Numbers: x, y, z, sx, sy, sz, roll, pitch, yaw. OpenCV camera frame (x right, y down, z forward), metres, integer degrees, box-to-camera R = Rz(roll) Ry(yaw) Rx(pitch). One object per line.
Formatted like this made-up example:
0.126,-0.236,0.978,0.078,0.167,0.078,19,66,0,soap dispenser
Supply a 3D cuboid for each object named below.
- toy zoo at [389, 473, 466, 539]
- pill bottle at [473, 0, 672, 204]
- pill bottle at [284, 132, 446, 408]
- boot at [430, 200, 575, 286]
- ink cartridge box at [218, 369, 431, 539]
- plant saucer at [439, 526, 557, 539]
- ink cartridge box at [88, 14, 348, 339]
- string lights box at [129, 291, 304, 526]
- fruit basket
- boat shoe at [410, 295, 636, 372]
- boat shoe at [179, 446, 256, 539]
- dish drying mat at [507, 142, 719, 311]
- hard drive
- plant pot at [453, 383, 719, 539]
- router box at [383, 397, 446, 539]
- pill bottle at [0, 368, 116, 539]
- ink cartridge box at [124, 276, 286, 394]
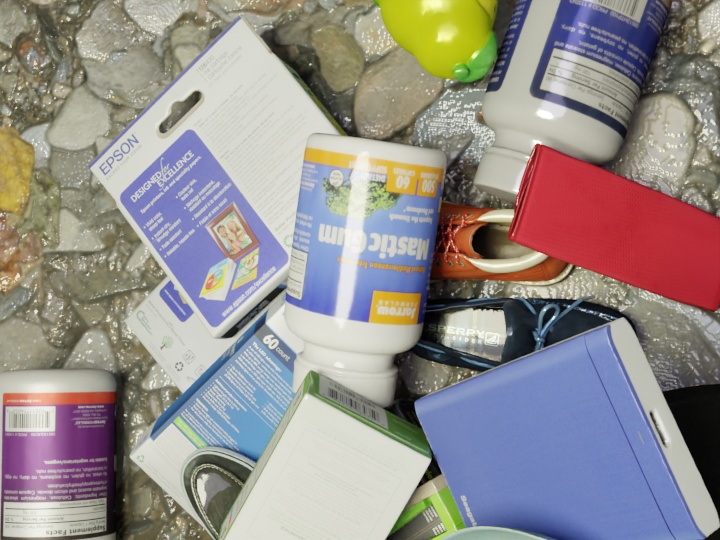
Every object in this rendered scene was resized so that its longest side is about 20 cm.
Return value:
0.064,0.271,0.840,0.131,0.020,0.201,-38,75,37,toy zoo
0.165,-0.150,0.891,0.119,0.120,0.202,20,91,17,pill bottle
0.000,0.000,0.859,0.111,0.112,0.202,9,96,16,pill bottle
0.074,-0.027,0.914,0.198,0.107,0.076,2,87,18,boot
-0.041,0.188,0.816,0.103,0.059,0.201,28,100,-6,ink cartridge box
0.132,0.238,0.726,0.200,0.039,0.203,23,133,27,plant saucer
-0.107,-0.080,0.963,0.197,0.047,0.201,-41,75,11,ink cartridge box
-0.091,0.119,0.955,0.200,0.059,0.103,-44,99,8,string lights box
0.057,-0.252,0.887,0.215,0.215,0.156,38,95,16,fruit basket
0.125,0.061,0.909,0.198,0.069,0.085,-4,84,15,boat shoe
-0.075,0.219,0.884,0.200,0.071,0.072,44,96,13,boat shoe
0.207,-0.030,0.861,0.198,0.018,0.078,18,89,-21,dish drying mat
0.123,0.121,0.717,0.200,0.025,0.133,-31,81,53,hard drive
0.223,0.192,0.792,0.201,0.176,0.200,61,143,13,plant pot
0.029,0.230,0.924,0.149,0.062,0.201,-35,77,13,router box
-0.275,0.190,0.990,0.111,0.112,0.203,-2,85,16,pill bottle
-0.112,0.013,0.998,0.200,0.039,0.100,-44,75,10,ink cartridge box
